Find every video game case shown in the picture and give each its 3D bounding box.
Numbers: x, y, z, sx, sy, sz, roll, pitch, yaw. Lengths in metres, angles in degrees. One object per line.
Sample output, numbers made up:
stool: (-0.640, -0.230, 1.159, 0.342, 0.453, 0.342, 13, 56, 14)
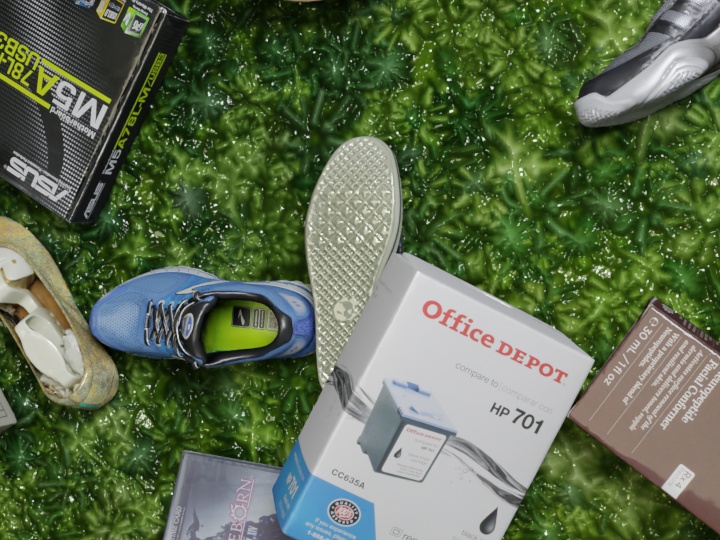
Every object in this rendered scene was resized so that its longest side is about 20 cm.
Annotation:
video game case: (-0.059, 0.226, 0.858, 0.199, 0.019, 0.144, 8, 75, 13)

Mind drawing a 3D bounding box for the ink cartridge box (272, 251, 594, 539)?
ink cartridge box: (0.047, 0.110, 0.779, 0.146, 0.086, 0.201, 26, 96, -11)

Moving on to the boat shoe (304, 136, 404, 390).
boat shoe: (0.000, 0.000, 0.837, 0.074, 0.062, 0.201, 3, 97, 18)

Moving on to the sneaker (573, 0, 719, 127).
sneaker: (0.217, -0.185, 0.753, 0.200, 0.075, 0.114, -31, 81, 12)

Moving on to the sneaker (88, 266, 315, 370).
sneaker: (-0.128, 0.035, 0.870, 0.199, 0.089, 0.079, -2, 90, 19)

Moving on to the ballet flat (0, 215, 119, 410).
ballet flat: (-0.276, 0.033, 0.934, 0.071, 0.071, 0.200, -40, 79, 16)

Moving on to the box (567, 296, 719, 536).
box: (0.250, 0.118, 0.751, 0.200, 0.075, 0.100, 37, 103, 13)

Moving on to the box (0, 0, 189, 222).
box: (-0.268, -0.171, 0.934, 0.200, 0.047, 0.194, 32, 100, 16)

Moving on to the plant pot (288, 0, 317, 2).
plant pot: (-0.032, -0.303, 0.810, 0.200, 0.093, 0.202, 5, 111, 13)

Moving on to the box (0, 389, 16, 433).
box: (-0.411, 0.079, 0.949, 0.109, 0.128, 0.201, -33, 80, 18)
